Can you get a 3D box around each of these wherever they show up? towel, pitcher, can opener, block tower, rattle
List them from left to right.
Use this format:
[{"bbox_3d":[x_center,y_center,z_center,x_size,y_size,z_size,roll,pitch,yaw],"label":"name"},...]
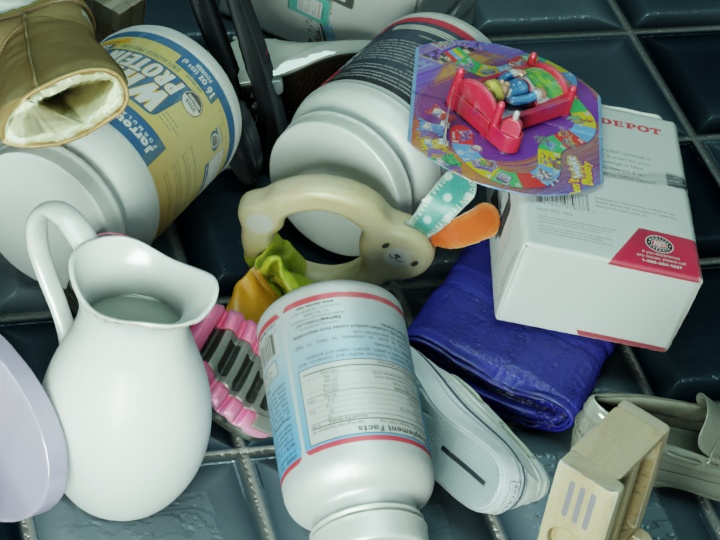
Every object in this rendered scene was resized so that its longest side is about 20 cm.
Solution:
[{"bbox_3d":[-0.281,-0.263,2.000,0.200,0.058,0.054,31,44,20],"label":"block tower"},{"bbox_3d":[-0.176,0.061,1.525,0.121,0.200,0.172,-25,50,-34],"label":"pitcher"},{"bbox_3d":[-0.100,-0.174,1.833,0.063,0.201,0.079,-12,20,-4],"label":"can opener"},{"bbox_3d":[0.000,0.000,1.677,0.199,0.131,0.143,3,30,9],"label":"rattle"},{"bbox_3d":[0.130,0.041,1.735,0.147,0.050,0.200,27,41,9],"label":"towel"}]

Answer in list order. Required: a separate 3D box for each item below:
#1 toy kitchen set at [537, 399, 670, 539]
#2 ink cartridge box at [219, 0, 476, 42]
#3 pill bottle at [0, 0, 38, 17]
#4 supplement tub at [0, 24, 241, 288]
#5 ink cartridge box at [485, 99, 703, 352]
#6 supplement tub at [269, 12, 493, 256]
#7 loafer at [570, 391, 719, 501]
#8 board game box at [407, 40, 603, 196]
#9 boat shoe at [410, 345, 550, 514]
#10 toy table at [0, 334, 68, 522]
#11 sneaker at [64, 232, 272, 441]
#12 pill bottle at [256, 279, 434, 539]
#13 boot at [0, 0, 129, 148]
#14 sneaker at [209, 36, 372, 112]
[{"bbox_3d":[0.189,0.235,1.412,0.200,0.181,0.163,31,46,23],"label":"toy kitchen set"},{"bbox_3d":[-0.002,-0.288,2.014,0.200,0.146,0.147,25,43,17],"label":"ink cartridge box"},{"bbox_3d":[-0.291,-0.195,1.803,0.112,0.200,0.112,6,40,-5],"label":"pill bottle"},{"bbox_3d":[-0.198,-0.090,1.741,0.144,0.145,0.200,23,41,15],"label":"supplement tub"},{"bbox_3d":[0.180,-0.043,1.744,0.145,0.084,0.200,11,40,-9],"label":"ink cartridge box"},{"bbox_3d":[0.028,-0.114,1.819,0.140,0.141,0.200,26,42,18],"label":"supplement tub"},{"bbox_3d":[0.258,0.128,1.635,0.199,0.070,0.070,5,40,-6],"label":"loafer"},{"bbox_3d":[0.120,-0.136,1.730,0.158,0.039,0.200,13,39,-5],"label":"board game box"},{"bbox_3d":[0.059,0.115,1.626,0.067,0.074,0.200,9,30,-47],"label":"boat shoe"},{"bbox_3d":[-0.305,0.104,1.486,0.200,0.184,0.117,26,25,31],"label":"toy table"},{"bbox_3d":[-0.141,0.059,1.633,0.200,0.095,0.079,41,52,-2],"label":"sneaker"},{"bbox_3d":[-0.007,0.115,1.547,0.108,0.109,0.200,-2,58,-14],"label":"pill bottle"},{"bbox_3d":[-0.266,-0.139,1.649,0.175,0.066,0.200,-28,27,1],"label":"boot"},{"bbox_3d":[-0.065,-0.183,1.934,0.199,0.073,0.085,-10,46,-20],"label":"sneaker"}]
